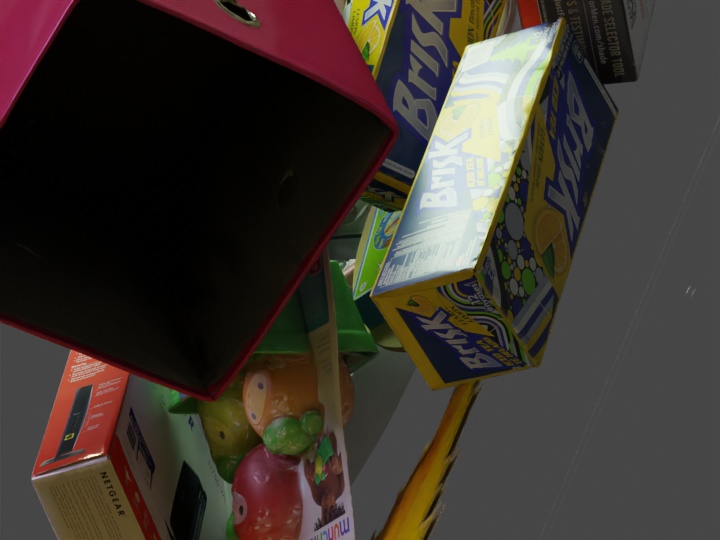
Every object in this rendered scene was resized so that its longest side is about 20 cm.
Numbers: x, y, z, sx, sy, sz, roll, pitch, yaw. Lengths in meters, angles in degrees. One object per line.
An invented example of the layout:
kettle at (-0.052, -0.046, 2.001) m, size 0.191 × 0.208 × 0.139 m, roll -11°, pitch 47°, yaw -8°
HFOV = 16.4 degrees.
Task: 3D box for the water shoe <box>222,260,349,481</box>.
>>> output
water shoe at (-0.041, 0.080, 1.747) m, size 0.079 × 0.071 × 0.200 m, roll 80°, pitch -152°, yaw -55°

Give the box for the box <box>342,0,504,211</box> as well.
box at (0.033, -0.139, 1.413) m, size 0.064 × 0.070 × 0.200 m, roll -8°, pitch 62°, yaw 61°

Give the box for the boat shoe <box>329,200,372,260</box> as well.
boat shoe at (0.010, -0.051, 1.611) m, size 0.072 × 0.066 × 0.200 m, roll -32°, pitch 12°, yaw -26°

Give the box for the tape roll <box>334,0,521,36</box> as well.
tape roll at (0.040, -0.171, 1.538) m, size 0.203 × 0.202 × 0.071 m, roll -60°, pitch 7°, yaw 8°

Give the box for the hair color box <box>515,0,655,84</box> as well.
hair color box at (0.129, -0.194, 1.390) m, size 0.200 × 0.061 × 0.102 m, roll -71°, pitch -28°, yaw -54°

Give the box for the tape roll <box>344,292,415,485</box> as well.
tape roll at (-0.013, 0.082, 1.588) m, size 0.203 × 0.037 × 0.203 m, roll -59°, pitch 8°, yaw 14°

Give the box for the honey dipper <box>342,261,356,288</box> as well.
honey dipper at (0.000, 0.000, 1.526) m, size 0.200 × 0.038 × 0.038 m, roll -35°, pitch 16°, yaw 17°

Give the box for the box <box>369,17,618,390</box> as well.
box at (0.071, -0.037, 1.263) m, size 0.064 × 0.070 × 0.200 m, roll -13°, pitch 36°, yaw 31°

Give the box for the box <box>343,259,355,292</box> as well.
box at (0.046, -0.054, 1.682) m, size 0.200 × 0.039 × 0.041 m, roll -58°, pitch 9°, yaw 23°

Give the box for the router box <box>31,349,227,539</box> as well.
router box at (-0.122, 0.151, 1.473) m, size 0.049 × 0.200 × 0.180 m, roll -16°, pitch 25°, yaw 11°

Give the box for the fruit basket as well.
fruit basket at (-0.053, 0.100, 1.430) m, size 0.185 × 0.094 × 0.201 m, roll 143°, pitch 130°, yaw -61°

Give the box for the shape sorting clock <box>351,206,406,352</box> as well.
shape sorting clock at (0.061, -0.043, 1.425) m, size 0.200 × 0.039 × 0.200 m, roll -44°, pitch 26°, yaw 28°

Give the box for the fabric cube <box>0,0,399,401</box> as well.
fabric cube at (-0.126, -0.087, 1.350) m, size 0.200 × 0.196 × 0.200 m, roll -54°, pitch 30°, yaw 21°
